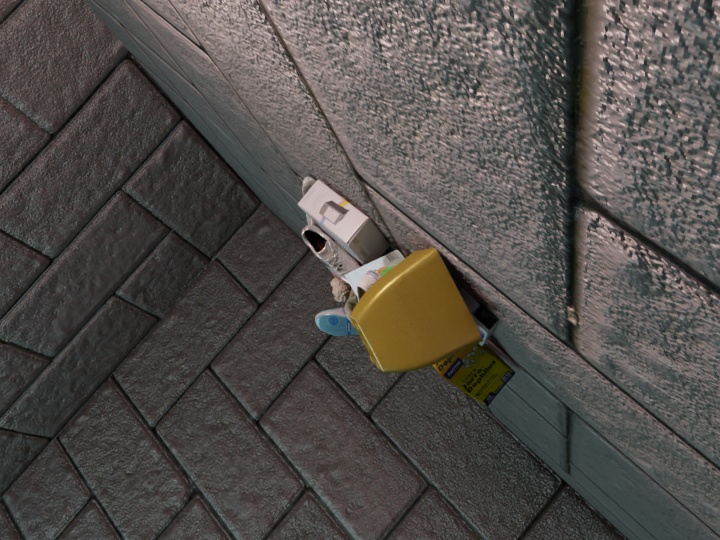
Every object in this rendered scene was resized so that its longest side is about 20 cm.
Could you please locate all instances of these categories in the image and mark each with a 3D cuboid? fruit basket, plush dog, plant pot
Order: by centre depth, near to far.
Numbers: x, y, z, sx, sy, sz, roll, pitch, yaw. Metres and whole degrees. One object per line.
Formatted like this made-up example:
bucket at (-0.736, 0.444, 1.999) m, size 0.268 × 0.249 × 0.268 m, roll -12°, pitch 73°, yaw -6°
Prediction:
plant pot at (0.090, 0.094, 1.312) m, size 0.197 × 0.197 × 0.195 m, roll 61°, pitch 175°, yaw -3°
fruit basket at (0.075, 0.055, 1.569) m, size 0.198 × 0.094 × 0.187 m, roll -24°, pitch 103°, yaw 51°
plush dog at (0.033, 0.085, 1.798) m, size 0.172 × 0.159 × 0.201 m, roll 48°, pitch 173°, yaw 38°

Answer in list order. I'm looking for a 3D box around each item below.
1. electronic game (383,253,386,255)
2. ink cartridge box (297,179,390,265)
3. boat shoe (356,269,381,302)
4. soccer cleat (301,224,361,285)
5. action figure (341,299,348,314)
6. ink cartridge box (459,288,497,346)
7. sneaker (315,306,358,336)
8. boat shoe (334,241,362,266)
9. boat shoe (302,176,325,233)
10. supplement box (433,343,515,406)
electronic game at (0.049, -0.032, 1.741) m, size 0.198 × 0.042 × 0.200 m, roll 36°, pitch -176°, yaw -3°
ink cartridge box at (-0.039, -0.110, 1.614) m, size 0.199 × 0.086 × 0.148 m, roll 38°, pitch 176°, yaw 35°
boat shoe at (0.022, 0.098, 1.528) m, size 0.070 × 0.070 × 0.204 m, roll 24°, pitch 137°, yaw 31°
soccer cleat at (-0.070, -0.035, 1.640) m, size 0.200 × 0.069 × 0.085 m, roll 45°, pitch -175°, yaw 3°
action figure at (-0.029, 0.014, 1.936) m, size 0.103 × 0.203 × 0.193 m, roll 28°, pitch -177°, yaw 3°
ink cartridge box at (0.238, 0.102, 1.413) m, size 0.099 × 0.039 × 0.200 m, roll 42°, pitch 174°, yaw 14°
sneaker at (-0.037, 0.127, 1.986) m, size 0.194 × 0.081 × 0.132 m, roll 5°, pitch -148°, yaw -5°
boat shoe at (0.000, 0.000, 1.718) m, size 0.198 × 0.062 × 0.075 m, roll 36°, pitch -176°, yaw 3°
boat shoe at (-0.108, -0.145, 1.758) m, size 0.065 × 0.073 × 0.206 m, roll -121°, pitch 11°, yaw -66°
supplement box at (0.255, 0.216, 1.581) m, size 0.199 × 0.110 × 0.110 m, roll 35°, pitch -172°, yaw -37°
